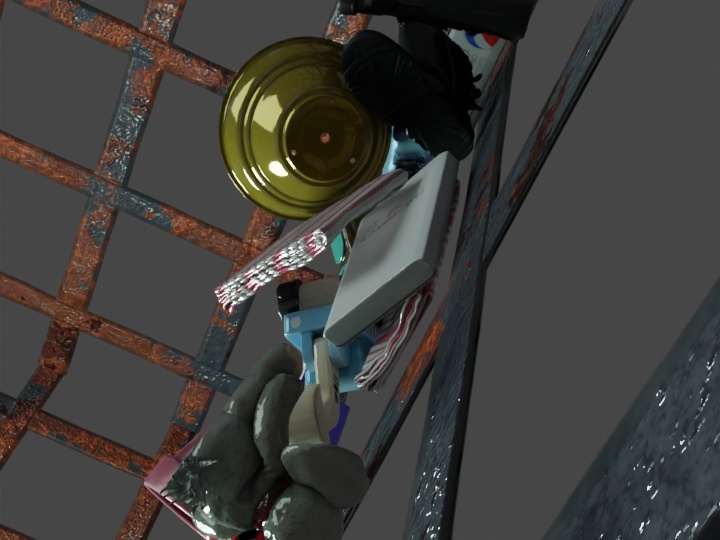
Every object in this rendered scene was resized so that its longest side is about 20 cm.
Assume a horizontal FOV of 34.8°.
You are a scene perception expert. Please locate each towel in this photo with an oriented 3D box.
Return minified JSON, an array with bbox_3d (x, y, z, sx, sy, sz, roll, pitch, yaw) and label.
[{"bbox_3d":[-0.049,-0.031,1.160,0.199,0.030,0.146,-27,11,46],"label":"towel"},{"bbox_3d":[0.050,0.011,1.137,0.201,0.030,0.147,-70,6,-51],"label":"towel"}]

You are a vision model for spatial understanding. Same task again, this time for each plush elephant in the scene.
[{"bbox_3d":[-0.069,0.184,0.973,0.165,0.154,0.200,-56,-1,17],"label":"plush elephant"}]

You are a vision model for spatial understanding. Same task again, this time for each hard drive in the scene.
[{"bbox_3d":[0.033,-0.024,1.102,0.132,0.026,0.201,-39,19,30],"label":"hard drive"}]

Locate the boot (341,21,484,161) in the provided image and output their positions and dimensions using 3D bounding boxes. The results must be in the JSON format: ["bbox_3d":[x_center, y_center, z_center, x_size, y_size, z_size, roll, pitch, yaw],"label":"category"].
[{"bbox_3d":[0.058,-0.222,1.249,0.073,0.198,0.163,-34,33,30],"label":"boot"}]

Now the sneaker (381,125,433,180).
[{"bbox_3d":[0.060,-0.094,1.342,0.201,0.077,0.091,93,179,-45],"label":"sneaker"}]

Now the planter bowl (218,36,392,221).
[{"bbox_3d":[-0.047,-0.146,1.224,0.202,0.199,0.083,-66,22,4],"label":"planter bowl"}]

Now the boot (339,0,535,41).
[{"bbox_3d":[0.083,-0.298,1.230,0.165,0.197,0.066,-79,-5,-60],"label":"boot"}]

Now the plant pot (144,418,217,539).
[{"bbox_3d":[-0.178,0.294,1.636,0.180,0.199,0.200,-51,-1,-17],"label":"plant pot"}]

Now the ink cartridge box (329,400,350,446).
[{"bbox_3d":[-0.068,0.244,1.289,0.201,0.043,0.199,116,175,-48],"label":"ink cartridge box"}]

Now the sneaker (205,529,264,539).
[{"bbox_3d":[-0.126,0.264,1.274,0.116,0.078,0.201,-56,21,24],"label":"sneaker"}]

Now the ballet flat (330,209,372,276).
[{"bbox_3d":[0.000,0.000,1.379,0.068,0.072,0.202,119,151,-52],"label":"ballet flat"}]

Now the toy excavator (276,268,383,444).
[{"bbox_3d":[-0.029,0.095,1.160,0.195,0.099,0.202,49,-148,-62],"label":"toy excavator"}]

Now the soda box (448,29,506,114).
[{"bbox_3d":[0.138,-0.276,1.391,0.068,0.063,0.201,-72,6,-56],"label":"soda box"}]

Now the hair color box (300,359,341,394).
[{"bbox_3d":[-0.035,0.102,1.577,0.109,0.064,0.202,125,170,-71],"label":"hair color box"}]

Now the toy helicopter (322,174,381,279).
[{"bbox_3d":[0.005,-0.024,1.486,0.132,0.078,0.202,59,-139,-79],"label":"toy helicopter"}]
